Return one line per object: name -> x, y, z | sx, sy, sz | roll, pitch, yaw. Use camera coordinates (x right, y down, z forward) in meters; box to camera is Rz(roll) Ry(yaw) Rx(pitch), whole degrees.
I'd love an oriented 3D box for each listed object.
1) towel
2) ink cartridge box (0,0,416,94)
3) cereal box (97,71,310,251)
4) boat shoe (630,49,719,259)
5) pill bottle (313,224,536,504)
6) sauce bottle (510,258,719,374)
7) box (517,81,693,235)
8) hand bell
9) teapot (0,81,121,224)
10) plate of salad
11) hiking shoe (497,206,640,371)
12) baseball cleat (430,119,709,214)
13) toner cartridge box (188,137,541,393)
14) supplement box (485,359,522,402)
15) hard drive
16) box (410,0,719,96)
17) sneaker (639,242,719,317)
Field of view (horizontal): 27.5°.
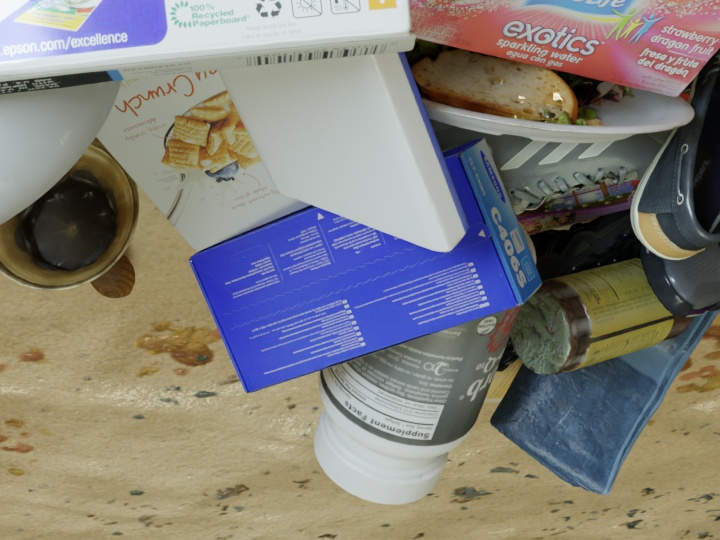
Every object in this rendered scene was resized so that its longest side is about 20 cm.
towel -> 0.192, 0.065, 1.129 | 0.111, 0.201, 0.049 | 34, 179, -18
ink cartridge box -> -0.085, -0.180, 0.601 | 0.196, 0.202, 0.043 | -6, 176, -3
cereal box -> -0.086, -0.106, 0.828 | 0.143, 0.040, 0.200 | -21, 133, 20
boat shoe -> 0.221, -0.097, 0.839 | 0.074, 0.201, 0.062 | 30, 172, -17
pill bottle -> 0.036, 0.052, 0.989 | 0.115, 0.116, 0.201 | 3, 127, -21
sauce bottle -> 0.191, 0.025, 1.029 | 0.199, 0.065, 0.065 | -10, 159, -39
box -> 0.160, -0.084, 0.996 | 0.198, 0.039, 0.137 | -15, 152, 12
hand bell -> -0.184, -0.011, 1.009 | 0.103, 0.105, 0.200 | -9, 164, 0
teapot -> -0.211, -0.116, 0.671 | 0.196, 0.201, 0.146 | -4, 139, 24
plate of salad -> 0.086, -0.113, 0.811 | 0.198, 0.200, 0.048 | 1, 110, -17
hiking shoe -> 0.128, -0.009, 1.086 | 0.199, 0.101, 0.076 | -32, 143, -2
baseball cleat -> 0.115, -0.058, 0.899 | 0.198, 0.107, 0.070 | 11, 171, 11
toner cartridge box -> 0.000, 0.000, 0.883 | 0.199, 0.096, 0.043 | -19, -171, 29
supplement box -> 0.119, 0.051, 1.203 | 0.198, 0.074, 0.126 | 1, 151, -17
hard drive -> -0.026, -0.101, 0.734 | 0.131, 0.025, 0.201 | 22, 150, 37
box -> 0.096, -0.169, 0.739 | 0.199, 0.100, 0.096 | 8, 139, -28
sneaker -> 0.265, -0.036, 1.018 | 0.087, 0.075, 0.200 | -34, 180, 40
